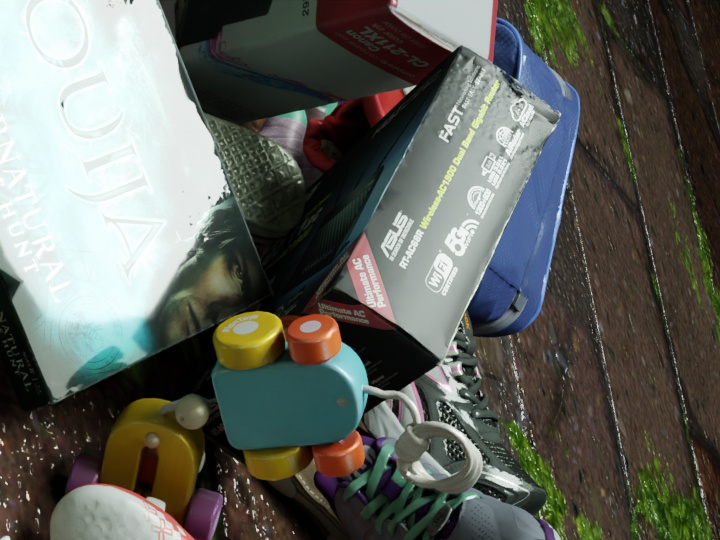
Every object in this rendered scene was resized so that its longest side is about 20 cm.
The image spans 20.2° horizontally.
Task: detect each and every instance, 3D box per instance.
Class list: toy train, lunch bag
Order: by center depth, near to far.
[{"bbox_3d":[-0.042,0.097,0.900,0.150,0.200,0.056,39,28,-11],"label":"toy train"},{"bbox_3d":[0.054,-0.049,1.259,0.132,0.135,0.202,26,76,-60],"label":"lunch bag"}]

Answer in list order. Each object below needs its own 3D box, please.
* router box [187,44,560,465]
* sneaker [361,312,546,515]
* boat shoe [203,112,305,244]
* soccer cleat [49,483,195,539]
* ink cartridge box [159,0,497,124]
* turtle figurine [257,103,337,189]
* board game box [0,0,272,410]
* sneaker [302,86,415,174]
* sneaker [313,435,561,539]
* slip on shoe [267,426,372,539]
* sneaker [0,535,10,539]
[{"bbox_3d":[0.000,0.000,0.980,0.062,0.200,0.150,35,58,-11],"label":"router box"},{"bbox_3d":[0.034,0.052,1.113,0.200,0.086,0.080,45,7,16],"label":"sneaker"},{"bbox_3d":[-0.116,-0.063,0.982,0.199,0.062,0.075,27,61,-36],"label":"boat shoe"},{"bbox_3d":[-0.080,0.185,0.863,0.085,0.068,0.201,-69,141,-66],"label":"soccer cleat"},{"bbox_3d":[-0.029,-0.163,1.020,0.083,0.199,0.147,21,68,-46],"label":"ink cartridge box"},{"bbox_3d":[-0.033,-0.150,1.175,0.149,0.100,0.202,23,73,-57],"label":"turtle figurine"},{"bbox_3d":[-0.128,-0.057,0.897,0.135,0.028,0.201,-26,97,-40],"label":"board game box"},{"bbox_3d":[0.007,-0.070,1.109,0.200,0.084,0.078,127,-48,-68],"label":"sneaker"},{"bbox_3d":[0.023,0.118,0.923,0.087,0.075,0.200,43,-11,-11],"label":"sneaker"},{"bbox_3d":[-0.006,0.109,1.119,0.201,0.060,0.076,59,23,-29],"label":"slip on shoe"},{"bbox_3d":[-0.149,0.113,0.738,0.200,0.073,0.071,26,52,-62],"label":"sneaker"}]
